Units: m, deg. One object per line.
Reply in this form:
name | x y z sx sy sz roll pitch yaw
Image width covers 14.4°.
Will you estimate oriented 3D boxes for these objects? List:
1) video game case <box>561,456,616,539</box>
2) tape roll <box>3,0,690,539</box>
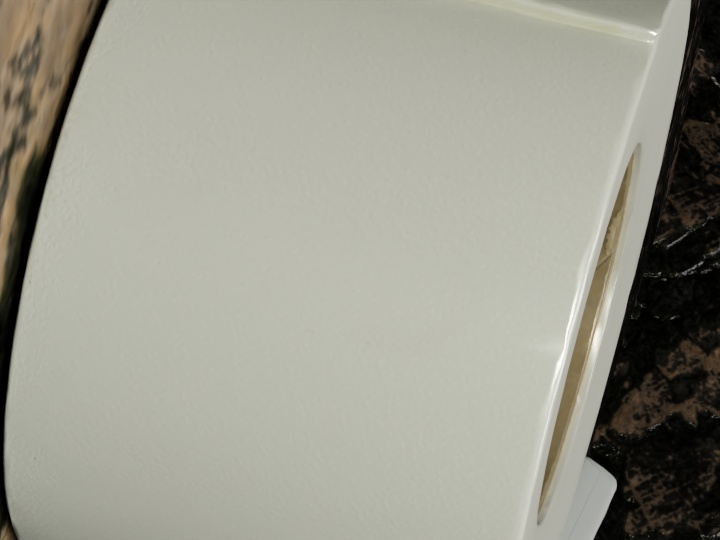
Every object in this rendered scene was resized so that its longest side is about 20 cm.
video game case | 0.017 0.184 1.123 0.182 0.024 0.200 -49 -174 40
tape roll | 0.000 0.000 0.789 0.203 0.138 0.204 14 90 -81
